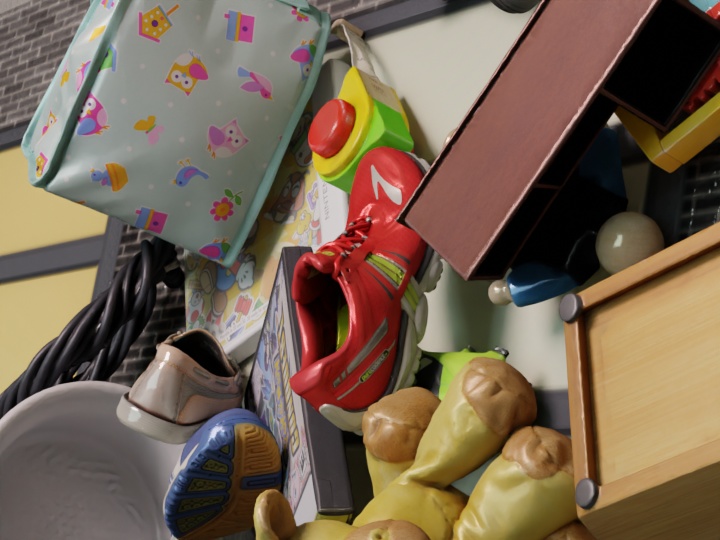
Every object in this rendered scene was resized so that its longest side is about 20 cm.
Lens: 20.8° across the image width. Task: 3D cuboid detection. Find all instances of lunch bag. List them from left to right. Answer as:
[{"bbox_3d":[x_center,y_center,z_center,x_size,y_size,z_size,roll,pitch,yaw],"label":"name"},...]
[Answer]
[{"bbox_3d":[-0.131,-0.131,1.428,0.200,0.170,0.122,-64,20,10],"label":"lunch bag"}]

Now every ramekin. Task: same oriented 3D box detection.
[{"bbox_3d":[-0.202,0.186,1.404,0.098,0.200,0.201,-28,53,56],"label":"ramekin"}]

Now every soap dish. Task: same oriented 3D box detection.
[{"bbox_3d":[0.190,0.053,1.016,0.200,0.081,0.157,-31,51,45],"label":"soap dish"}]

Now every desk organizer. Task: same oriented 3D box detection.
[{"bbox_3d":[0.116,-0.081,1.119,0.200,0.072,0.077,-56,41,11],"label":"desk organizer"}]

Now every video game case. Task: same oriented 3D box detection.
[{"bbox_3d":[-0.069,-0.035,1.471,0.200,0.023,0.182,-36,47,41],"label":"video game case"},{"bbox_3d":[-0.045,0.117,1.293,0.181,0.025,0.200,107,158,-51],"label":"video game case"}]

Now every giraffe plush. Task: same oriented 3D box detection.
[{"bbox_3d":[0.018,0.159,1.086,0.173,0.162,0.200,55,129,15],"label":"giraffe plush"}]

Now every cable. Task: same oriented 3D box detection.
[{"bbox_3d":[-0.202,0.056,1.484,0.200,0.051,0.163,-47,1,-16],"label":"cable"}]

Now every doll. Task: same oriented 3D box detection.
[{"bbox_3d":[0.112,-0.040,1.195,0.137,0.048,0.200,-59,35,-1],"label":"doll"}]

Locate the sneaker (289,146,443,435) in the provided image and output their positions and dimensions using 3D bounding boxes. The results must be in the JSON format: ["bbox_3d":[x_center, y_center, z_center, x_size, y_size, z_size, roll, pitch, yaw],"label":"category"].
[{"bbox_3d":[0.000,0.000,1.205,0.077,0.085,0.200,-27,45,42],"label":"sneaker"}]

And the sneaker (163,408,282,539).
[{"bbox_3d":[-0.100,0.142,1.312,0.200,0.075,0.088,107,159,-49],"label":"sneaker"}]

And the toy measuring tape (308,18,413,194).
[{"bbox_3d":[-0.008,-0.107,1.388,0.074,0.074,0.200,-55,28,22],"label":"toy measuring tape"}]

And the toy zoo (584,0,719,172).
[{"bbox_3d":[0.204,-0.145,1.125,0.200,0.020,0.131,-41,44,27],"label":"toy zoo"}]

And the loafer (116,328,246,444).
[{"bbox_3d":[-0.113,0.070,1.357,0.200,0.072,0.063,-41,-25,-79],"label":"loafer"}]

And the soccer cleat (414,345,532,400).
[{"bbox_3d":[0.022,0.085,1.235,0.200,0.068,0.081,-1,45,53],"label":"soccer cleat"}]

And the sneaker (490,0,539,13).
[{"bbox_3d":[0.065,-0.214,1.342,0.104,0.060,0.200,-46,36,30],"label":"sneaker"}]
